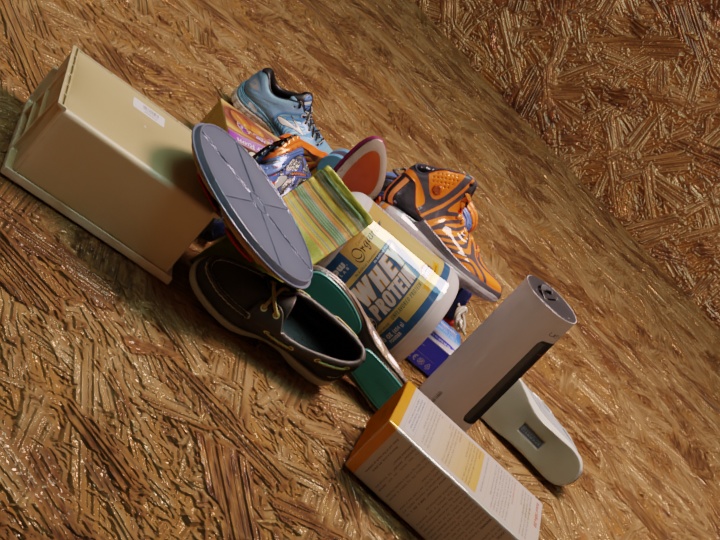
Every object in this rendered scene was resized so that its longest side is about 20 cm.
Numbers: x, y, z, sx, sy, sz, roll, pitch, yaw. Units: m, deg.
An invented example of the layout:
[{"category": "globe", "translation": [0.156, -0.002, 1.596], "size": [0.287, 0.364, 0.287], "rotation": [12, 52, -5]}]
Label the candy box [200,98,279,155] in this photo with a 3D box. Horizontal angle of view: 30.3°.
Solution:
[{"category": "candy box", "translation": [-0.139, -0.127, 1.693], "size": [0.117, 0.056, 0.200], "rotation": [33, 22, -30]}]

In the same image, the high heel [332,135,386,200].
[{"category": "high heel", "translation": [-0.029, -0.101, 1.647], "size": [0.067, 0.200, 0.096], "rotation": [21, 31, -23]}]

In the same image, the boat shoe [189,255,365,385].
[{"category": "boat shoe", "translation": [-0.082, 0.043, 1.369], "size": [0.201, 0.061, 0.072], "rotation": [36, 53, -21]}]

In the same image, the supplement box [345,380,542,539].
[{"category": "supplement box", "translation": [0.089, 0.222, 1.362], "size": [0.200, 0.074, 0.126], "rotation": [43, 18, -1]}]

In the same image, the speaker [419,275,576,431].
[{"category": "speaker", "translation": [0.163, 0.099, 1.584], "size": [0.081, 0.200, 0.081], "rotation": [37, 19, -15]}]

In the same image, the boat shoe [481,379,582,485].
[{"category": "boat shoe", "translation": [0.208, 0.192, 1.710], "size": [0.201, 0.070, 0.072], "rotation": [49, 7, 8]}]

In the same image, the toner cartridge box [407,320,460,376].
[{"category": "toner cartridge box", "translation": [0.040, 0.050, 1.691], "size": [0.200, 0.043, 0.095], "rotation": [40, 18, -9]}]

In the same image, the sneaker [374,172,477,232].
[{"category": "sneaker", "translation": [0.062, -0.086, 1.875], "size": [0.200, 0.075, 0.078], "rotation": [11, 30, 25]}]

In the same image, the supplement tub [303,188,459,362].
[{"category": "supplement tub", "translation": [0.000, 0.000, 1.556], "size": [0.200, 0.145, 0.145], "rotation": [40, 18, -9]}]

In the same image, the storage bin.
[{"category": "storage bin", "translation": [-0.250, -0.118, 1.378], "size": [0.200, 0.094, 0.199], "rotation": [35, 19, -22]}]

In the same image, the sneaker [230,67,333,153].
[{"category": "sneaker", "translation": [-0.092, -0.213, 1.924], "size": [0.200, 0.090, 0.078], "rotation": [42, 18, -6]}]

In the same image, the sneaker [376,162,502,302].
[{"category": "sneaker", "translation": [0.122, -0.054, 1.627], "size": [0.200, 0.112, 0.078], "rotation": [41, -6, -20]}]

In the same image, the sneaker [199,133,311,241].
[{"category": "sneaker", "translation": [-0.116, -0.086, 1.544], "size": [0.200, 0.075, 0.079], "rotation": [-43, 107, -42]}]

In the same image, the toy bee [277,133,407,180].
[{"category": "toy bee", "translation": [-0.036, -0.111, 1.836], "size": [0.200, 0.109, 0.131], "rotation": [24, 17, 28]}]

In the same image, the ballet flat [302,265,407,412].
[{"category": "ballet flat", "translation": [-0.012, 0.074, 1.469], "size": [0.200, 0.068, 0.067], "rotation": [59, 9, -15]}]

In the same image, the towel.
[{"category": "towel", "translation": [-0.083, -0.034, 1.446], "size": [0.200, 0.018, 0.086], "rotation": [-37, 78, -27]}]

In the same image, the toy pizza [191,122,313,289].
[{"category": "toy pizza", "translation": [-0.116, -0.062, 1.355], "size": [0.200, 0.032, 0.200], "rotation": [53, 13, -18]}]

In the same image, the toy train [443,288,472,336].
[{"category": "toy train", "translation": [0.102, 0.019, 1.845], "size": [0.116, 0.085, 0.200], "rotation": [30, 20, -6]}]
